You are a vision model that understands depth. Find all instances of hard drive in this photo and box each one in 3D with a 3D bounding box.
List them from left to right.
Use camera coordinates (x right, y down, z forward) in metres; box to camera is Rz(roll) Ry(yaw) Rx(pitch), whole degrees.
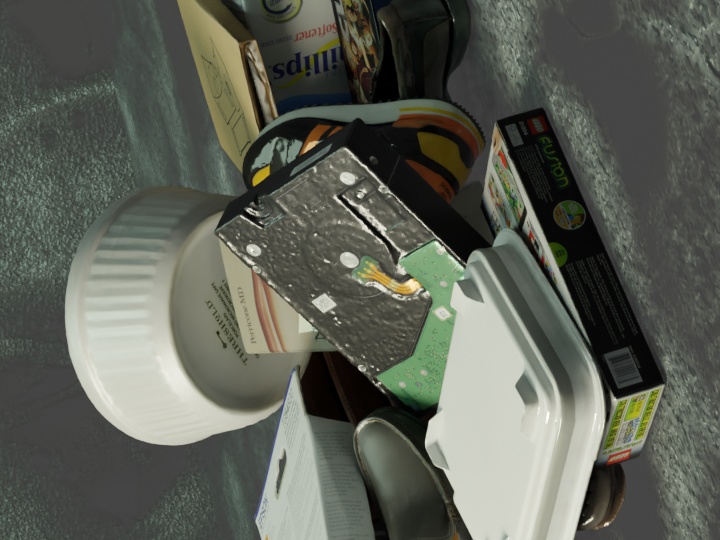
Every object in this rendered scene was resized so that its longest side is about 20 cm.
[{"bbox_3d":[0.018,0.002,1.606,0.200,0.139,0.038,43,-137,-17],"label":"hard drive"}]

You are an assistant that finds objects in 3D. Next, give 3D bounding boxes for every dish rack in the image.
[{"bbox_3d":[0.089,0.095,1.517,0.172,0.043,0.201,-118,27,-44],"label":"dish rack"}]

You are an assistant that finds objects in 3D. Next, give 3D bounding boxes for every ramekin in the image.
[{"bbox_3d":[-0.119,0.032,1.839,0.094,0.202,0.204,-4,105,43],"label":"ramekin"}]

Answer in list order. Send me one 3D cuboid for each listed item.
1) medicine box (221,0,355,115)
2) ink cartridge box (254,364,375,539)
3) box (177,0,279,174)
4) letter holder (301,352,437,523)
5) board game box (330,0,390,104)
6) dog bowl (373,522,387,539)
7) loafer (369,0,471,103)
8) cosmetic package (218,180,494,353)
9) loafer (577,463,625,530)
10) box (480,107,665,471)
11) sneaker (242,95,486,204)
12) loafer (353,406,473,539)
[{"bbox_3d":[-0.066,-0.233,1.949,0.182,0.102,0.202,-141,36,-71],"label":"medicine box"},{"bbox_3d":[-0.030,0.204,1.730,0.200,0.040,0.201,105,158,-49],"label":"ink cartridge box"},{"bbox_3d":[-0.098,-0.139,1.919,0.200,0.021,0.165,-128,20,-61],"label":"box"},{"bbox_3d":[0.019,0.076,1.865,0.101,0.141,0.201,93,159,-60],"label":"letter holder"},{"bbox_3d":[0.010,-0.192,1.806,0.135,0.034,0.202,-134,30,-68],"label":"board game box"},{"bbox_3d":[0.047,0.246,1.875,0.059,0.199,0.201,-59,42,38],"label":"dog bowl"},{"bbox_3d":[0.027,-0.127,1.679,0.072,0.063,0.201,54,154,28],"label":"loafer"},{"bbox_3d":[0.000,0.000,1.754,0.199,0.087,0.104,-6,103,46],"label":"cosmetic package"},{"bbox_3d":[0.129,0.115,1.605,0.200,0.070,0.074,42,117,61],"label":"loafer"},{"bbox_3d":[0.128,0.012,1.505,0.110,0.034,0.201,95,156,-63],"label":"box"},{"bbox_3d":[-0.012,-0.062,1.655,0.070,0.199,0.090,53,-135,-33],"label":"sneaker"},{"bbox_3d":[0.051,0.177,1.622,0.073,0.072,0.201,-48,66,30],"label":"loafer"}]
